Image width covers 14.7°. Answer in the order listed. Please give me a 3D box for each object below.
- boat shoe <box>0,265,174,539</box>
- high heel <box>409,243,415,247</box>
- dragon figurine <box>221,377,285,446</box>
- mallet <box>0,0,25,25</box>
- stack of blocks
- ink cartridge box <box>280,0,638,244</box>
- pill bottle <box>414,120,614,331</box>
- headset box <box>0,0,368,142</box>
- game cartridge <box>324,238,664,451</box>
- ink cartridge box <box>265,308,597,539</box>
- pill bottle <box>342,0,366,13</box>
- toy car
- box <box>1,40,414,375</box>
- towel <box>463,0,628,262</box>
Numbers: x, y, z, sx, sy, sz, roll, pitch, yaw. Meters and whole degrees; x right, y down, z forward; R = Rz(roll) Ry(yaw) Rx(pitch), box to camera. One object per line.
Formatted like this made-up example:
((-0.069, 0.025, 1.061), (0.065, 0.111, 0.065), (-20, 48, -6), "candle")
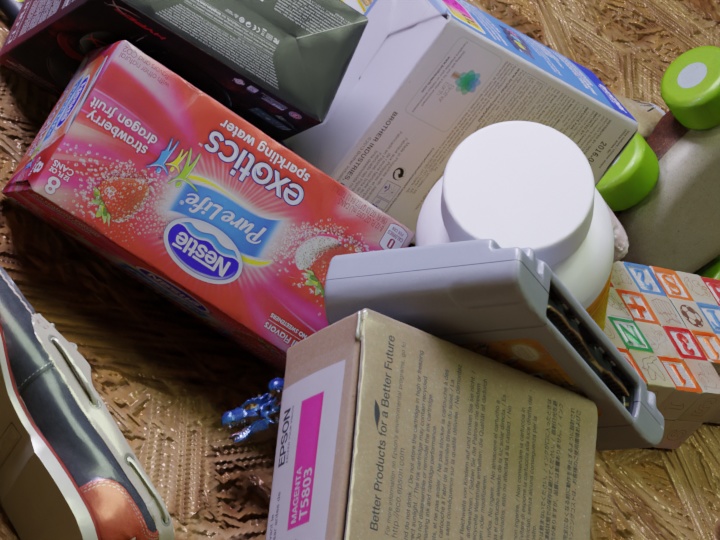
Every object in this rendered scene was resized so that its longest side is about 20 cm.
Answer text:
((-0.160, 0.063, 1.378), (0.062, 0.071, 0.200), (-15, 66, -40), "boat shoe")
((0.000, 0.000, 1.697), (0.200, 0.067, 0.096), (0, 25, -38), "high heel")
((0.018, 0.103, 1.527), (0.200, 0.059, 0.100), (5, 69, -38), "dragon figurine")
((-0.267, -0.231, 1.705), (0.200, 0.041, 0.066), (44, 31, -3), "mallet")
((0.190, 0.056, 1.840), (0.200, 0.059, 0.115), (9, 42, -45), "stack of blocks")
((0.070, -0.077, 1.675), (0.200, 0.137, 0.076), (26, 19, -35), "ink cartridge box")
((0.086, 0.001, 1.571), (0.111, 0.200, 0.111), (0, 62, 1), "pill bottle")
((-0.110, -0.131, 1.618), (0.148, 0.200, 0.075), (31, 69, -20), "headset box")
((0.068, 0.048, 1.509), (0.200, 0.133, 0.042), (46, 42, -49), "game cartridge")
((0.035, 0.142, 1.435), (0.165, 0.075, 0.200), (23, 60, -30), "ink cartridge box")
((-0.041, -0.135, 1.769), (0.109, 0.109, 0.200), (9, 41, -45), "pill bottle")
((0.203, -0.091, 1.987), (0.164, 0.158, 0.200), (48, -2, -40), "toy car")
((-0.085, -0.031, 1.545), (0.200, 0.100, 0.095), (34, -9, -15), "box")
((0.092, -0.104, 1.838), (0.200, 0.032, 0.191), (53, -1, -18), "towel")
